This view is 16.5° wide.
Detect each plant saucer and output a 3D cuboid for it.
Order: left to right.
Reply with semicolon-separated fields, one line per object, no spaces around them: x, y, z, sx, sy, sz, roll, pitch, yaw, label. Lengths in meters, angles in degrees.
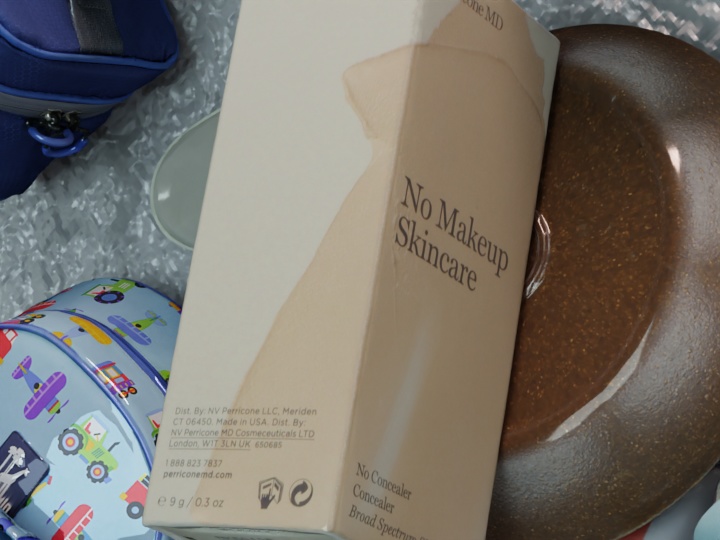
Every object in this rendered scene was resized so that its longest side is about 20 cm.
0.056;0.000;0.865;0.200;0.037;0.202;-15;62;31;plant saucer

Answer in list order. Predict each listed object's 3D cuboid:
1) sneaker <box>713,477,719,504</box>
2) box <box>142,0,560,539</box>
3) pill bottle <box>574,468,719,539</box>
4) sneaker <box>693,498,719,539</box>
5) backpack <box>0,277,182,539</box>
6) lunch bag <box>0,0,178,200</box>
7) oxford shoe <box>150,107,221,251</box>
0.153;0.110;0.848;0.075;0.090;0.201;14;94;55;sneaker
0.000;0.000;0.823;0.077;0.095;0.201;-2;71;35;box
0.044;0.117;0.920;0.199;0.112;0.113;5;93;34;pill bottle
0.175;0.034;0.776;0.082;0.200;0.074;28;140;24;sneaker
-0.133;0.107;1.028;0.183;0.134;0.200;46;111;24;backpack
-0.170;-0.130;1.049;0.132;0.136;0.201;-38;70;28;lunch bag
-0.010;-0.044;0.990;0.199;0.058;0.076;-5;89;35;oxford shoe
